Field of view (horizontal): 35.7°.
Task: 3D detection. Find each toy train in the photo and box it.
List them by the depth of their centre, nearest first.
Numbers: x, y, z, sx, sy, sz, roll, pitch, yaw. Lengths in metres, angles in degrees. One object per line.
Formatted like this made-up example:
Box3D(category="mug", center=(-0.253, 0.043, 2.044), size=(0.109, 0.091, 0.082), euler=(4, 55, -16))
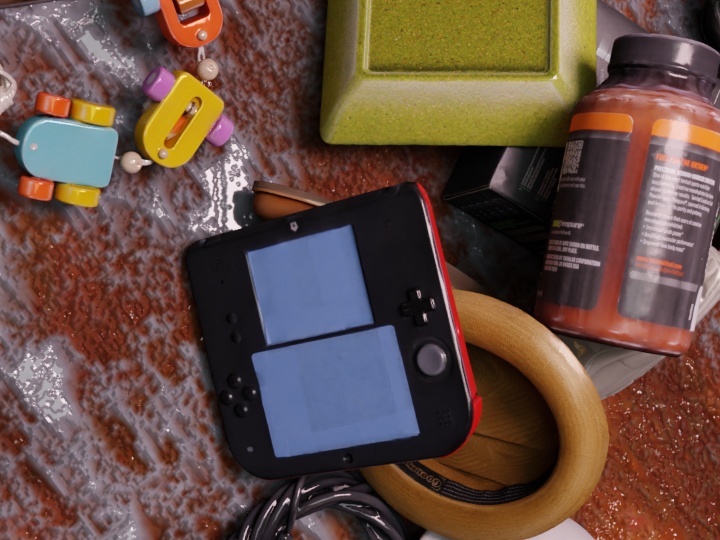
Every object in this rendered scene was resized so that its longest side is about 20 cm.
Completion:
Box3D(category="toy train", center=(-0.167, -0.133, 0.758), size=(0.200, 0.056, 0.151), euler=(-33, 118, -19))

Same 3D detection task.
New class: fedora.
Box3D(category="fedora", center=(0.080, 0.093, 0.787), size=(0.201, 0.200, 0.082), euler=(64, 31, -6))

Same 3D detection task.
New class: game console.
Box3D(category="game console", center=(-0.023, 0.047, 0.758), size=(0.031, 0.199, 0.178), euler=(-22, 97, -60))

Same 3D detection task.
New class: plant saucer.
Box3D(category="plant saucer", center=(0.071, -0.192, 0.802), size=(0.199, 0.048, 0.201), euler=(1, 76, 6))

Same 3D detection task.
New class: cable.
Box3D(category="cable", center=(-0.034, 0.239, 0.811), size=(0.162, 0.051, 0.201), euler=(-9, 93, -14))

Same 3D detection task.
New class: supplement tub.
Box3D(category="supplement tub", center=(0.183, -0.049, 0.739), size=(0.106, 0.107, 0.201), euler=(11, 91, -18))

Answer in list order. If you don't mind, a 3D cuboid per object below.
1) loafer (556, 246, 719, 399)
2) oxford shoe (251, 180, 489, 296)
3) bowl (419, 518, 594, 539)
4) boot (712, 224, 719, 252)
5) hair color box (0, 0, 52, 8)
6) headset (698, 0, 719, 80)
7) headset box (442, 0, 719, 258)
Box3D(category="loafer", center=(0.192, 0.048, 0.832), size=(0.070, 0.200, 0.070), euler=(4, 53, -51))
Box3D(category="oxford shoe", center=(0.000, 0.000, 0.818), size=(0.200, 0.071, 0.071), euler=(31, 84, -16))
Box3D(category="bowl", center=(0.127, 0.261, 0.811), size=(0.200, 0.090, 0.202), euler=(4, 83, -35))
Box3D(category="boot", center=(0.355, -0.080, 0.936), size=(0.154, 0.074, 0.201), euler=(4, 87, -20))
Box3D(category="hair color box", center=(-0.268, -0.204, 0.717), size=(0.199, 0.099, 0.061), euler=(-14, 92, -19))
Box3D(category="headset", center=(0.311, -0.232, 0.914), size=(0.094, 0.124, 0.201), euler=(24, 64, 5))
Box3D(category="headset box", center=(0.183, -0.093, 0.869), size=(0.199, 0.093, 0.175), euler=(28, 80, -15))
